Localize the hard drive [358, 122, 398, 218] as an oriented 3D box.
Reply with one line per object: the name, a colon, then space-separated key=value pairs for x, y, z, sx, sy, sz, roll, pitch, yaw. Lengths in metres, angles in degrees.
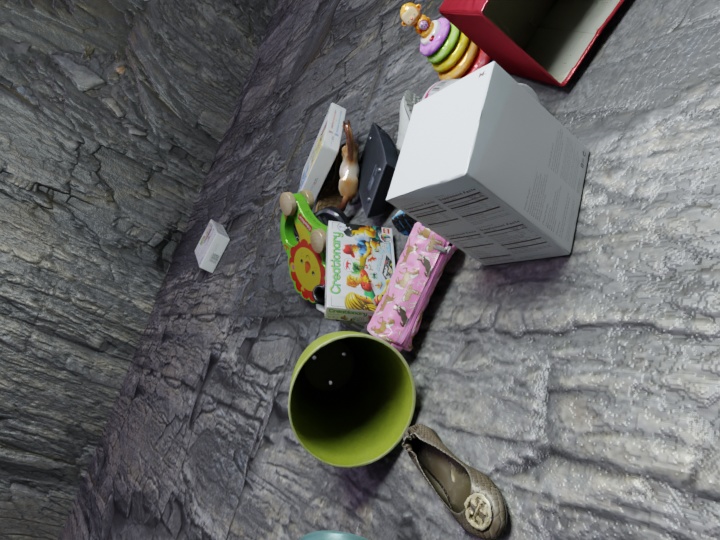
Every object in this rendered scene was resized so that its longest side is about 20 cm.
hard drive: x=0.034 y=-0.207 z=1.114 sx=0.202 sy=0.041 sz=0.137 roll=-101 pitch=26 yaw=-53

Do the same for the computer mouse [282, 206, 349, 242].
computer mouse: x=-0.085 y=-0.098 z=1.215 sx=0.198 sy=0.141 sz=0.053 roll=-11 pitch=21 yaw=49

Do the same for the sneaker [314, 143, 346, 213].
sneaker: x=-0.064 y=-0.200 z=1.301 sx=0.204 sy=0.066 sz=0.090 roll=-71 pitch=17 yaw=-7

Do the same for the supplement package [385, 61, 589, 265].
supplement package: x=0.167 y=-0.124 z=0.702 sx=0.149 sy=0.198 sz=0.155 roll=-9 pitch=58 yaw=55

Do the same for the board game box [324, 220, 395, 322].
board game box: x=0.000 y=0.000 z=0.961 sx=0.035 sy=0.123 sz=0.203 roll=106 pitch=166 yaw=-48

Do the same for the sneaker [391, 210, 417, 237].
sneaker: x=0.135 y=-0.112 z=0.898 sx=0.198 sy=0.075 sz=0.088 roll=-18 pitch=42 yaw=47

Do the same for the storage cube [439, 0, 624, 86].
storage cube: x=0.251 y=-0.408 z=0.801 sx=0.173 sy=0.198 sz=0.180 roll=-55 pitch=24 yaw=15

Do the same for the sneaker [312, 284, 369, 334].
sneaker: x=-0.047 y=0.046 z=1.010 sx=0.076 sy=0.114 sz=0.200 roll=-61 pitch=29 yaw=4

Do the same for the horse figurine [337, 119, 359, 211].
horse figurine: x=-0.029 y=-0.216 z=1.187 sx=0.133 sy=0.049 sz=0.205 roll=-134 pitch=50 yaw=-81

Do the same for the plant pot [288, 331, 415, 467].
plant pot: x=-0.030 y=0.174 z=0.848 sx=0.190 sy=0.184 sz=0.200 roll=-64 pitch=14 yaw=-1

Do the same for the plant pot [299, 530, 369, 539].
plant pot: x=-0.034 y=0.427 z=0.627 sx=0.200 sy=0.199 sz=0.190 roll=-40 pitch=21 yaw=35

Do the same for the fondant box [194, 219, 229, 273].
fondant box: x=-0.564 y=-0.095 z=2.046 sx=0.146 sy=0.058 sz=0.200 roll=-60 pitch=30 yaw=7

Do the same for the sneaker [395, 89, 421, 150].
sneaker: x=0.101 y=-0.280 z=1.078 sx=0.081 sy=0.075 sz=0.203 roll=-50 pitch=29 yaw=42

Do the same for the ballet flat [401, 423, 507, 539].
ballet flat: x=0.105 y=0.251 z=0.665 sx=0.068 sy=0.046 sz=0.200 roll=-62 pitch=29 yaw=5

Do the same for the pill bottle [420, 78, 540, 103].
pill bottle: x=0.185 y=-0.245 z=0.860 sx=0.115 sy=0.112 sz=0.200 roll=-61 pitch=29 yaw=4

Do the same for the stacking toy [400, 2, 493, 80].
stacking toy: x=0.147 y=-0.403 z=0.958 sx=0.116 sy=0.198 sz=0.112 roll=-36 pitch=38 yaw=37

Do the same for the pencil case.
pencil case: x=0.082 y=0.027 z=0.850 sx=0.203 sy=0.082 sz=0.086 roll=-64 pitch=-14 yaw=0

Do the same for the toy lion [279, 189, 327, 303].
toy lion: x=-0.114 y=-0.041 z=1.157 sx=0.201 sy=0.068 sz=0.194 roll=49 pitch=134 yaw=29

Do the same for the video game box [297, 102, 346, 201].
video game box: x=-0.095 y=-0.259 z=1.267 sx=0.185 sy=0.046 sz=0.201 roll=-81 pitch=17 yaw=-46
